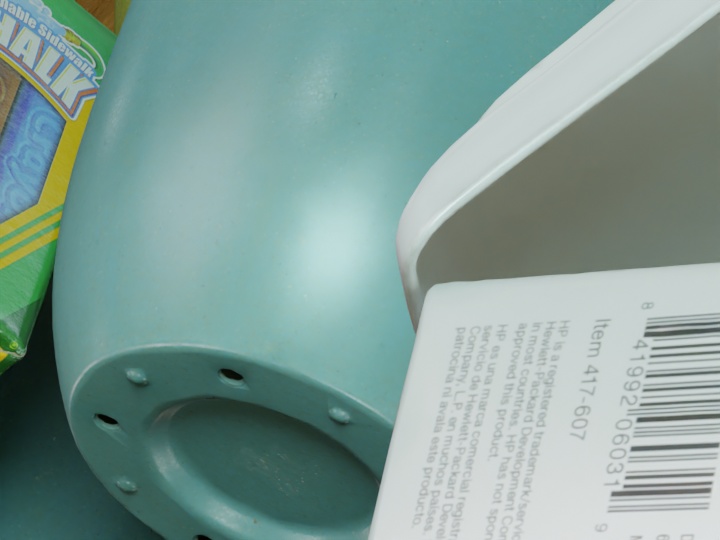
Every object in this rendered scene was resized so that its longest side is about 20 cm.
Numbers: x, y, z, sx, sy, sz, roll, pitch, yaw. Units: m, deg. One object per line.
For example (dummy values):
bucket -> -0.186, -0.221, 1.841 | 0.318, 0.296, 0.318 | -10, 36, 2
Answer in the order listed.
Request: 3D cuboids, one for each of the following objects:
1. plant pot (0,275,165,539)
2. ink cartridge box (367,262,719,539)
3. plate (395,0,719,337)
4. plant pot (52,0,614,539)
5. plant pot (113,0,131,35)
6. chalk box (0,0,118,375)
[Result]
plant pot -> -0.124, 0.086, 0.985 | 0.200, 0.188, 0.201 | -46, 20, 22
ink cartridge box -> 0.100, 0.076, 0.478 | 0.199, 0.084, 0.147 | -4, 55, 30
plate -> 0.087, -0.025, 0.632 | 0.200, 0.032, 0.200 | -39, -26, -13
plant pot -> 0.000, 0.000, 0.776 | 0.200, 0.200, 0.162 | -31, 29, 50
plant pot -> -0.035, -0.110, 1.167 | 0.187, 0.186, 0.202 | -12, 60, 63
chalk box -> -0.165, -0.045, 0.838 | 0.124, 0.124, 0.201 | -36, 25, 35
